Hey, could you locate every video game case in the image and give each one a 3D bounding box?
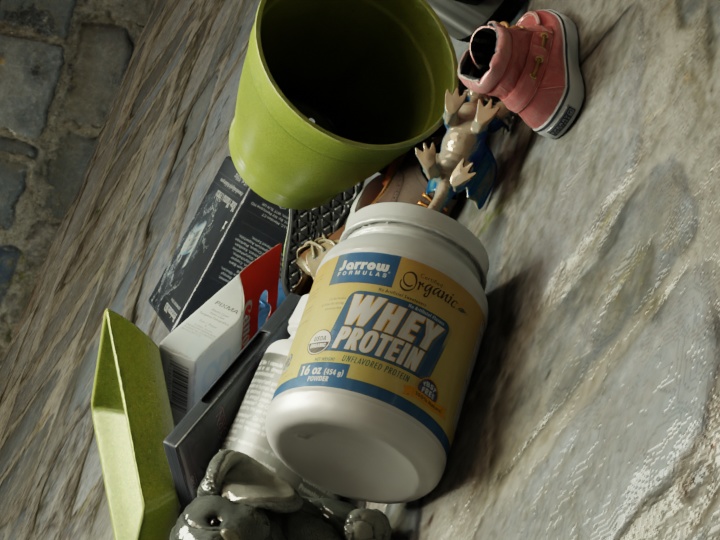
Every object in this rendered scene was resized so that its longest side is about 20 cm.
[{"bbox_3d":[-0.099,0.136,1.580,0.200,0.019,0.144,-51,-34,-37],"label":"video game case"}]

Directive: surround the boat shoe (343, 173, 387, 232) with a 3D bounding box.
[{"bbox_3d":[0.000,0.000,1.671,0.064,0.070,0.201,-34,33,53],"label":"boat shoe"}]

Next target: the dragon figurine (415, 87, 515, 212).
[{"bbox_3d":[0.087,-0.093,1.555,0.100,0.058,0.202,59,-129,-69],"label":"dragon figurine"}]

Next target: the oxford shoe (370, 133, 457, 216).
[{"bbox_3d":[0.044,-0.047,1.624,0.073,0.071,0.201,-31,33,51],"label":"oxford shoe"}]

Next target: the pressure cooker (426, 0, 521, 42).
[{"bbox_3d":[0.074,-0.344,1.784,0.178,0.199,0.177,-33,31,55],"label":"pressure cooker"}]

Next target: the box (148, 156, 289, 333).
[{"bbox_3d":[-0.134,-0.008,1.998,0.201,0.117,0.197,-62,17,1],"label":"box"}]

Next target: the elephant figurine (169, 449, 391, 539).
[{"bbox_3d":[-0.085,0.206,1.348,0.155,0.199,0.143,-37,35,57],"label":"elephant figurine"}]

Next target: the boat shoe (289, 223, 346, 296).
[{"bbox_3d":[-0.028,-0.001,1.749,0.201,0.071,0.076,-63,17,-4],"label":"boat shoe"}]

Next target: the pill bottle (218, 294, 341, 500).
[{"bbox_3d":[-0.048,0.131,1.527,0.201,0.113,0.114,-65,17,-13],"label":"pill bottle"}]

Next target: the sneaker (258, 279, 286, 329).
[{"bbox_3d":[-0.126,0.057,1.821,0.200,0.065,0.079,-48,-38,-43],"label":"sneaker"}]

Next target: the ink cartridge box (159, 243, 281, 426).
[{"bbox_3d":[-0.121,0.090,1.711,0.200,0.047,0.161,-41,-33,-44],"label":"ink cartridge box"}]

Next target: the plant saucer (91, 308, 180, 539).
[{"bbox_3d":[-0.202,0.164,1.620,0.201,0.047,0.201,111,148,-57],"label":"plant saucer"}]

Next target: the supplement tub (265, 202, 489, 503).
[{"bbox_3d":[0.019,0.063,1.386,0.144,0.144,0.201,-36,30,54],"label":"supplement tub"}]

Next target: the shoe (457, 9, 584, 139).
[{"bbox_3d":[0.136,-0.192,1.544,0.072,0.091,0.201,-52,19,25],"label":"shoe"}]

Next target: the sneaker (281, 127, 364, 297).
[{"bbox_3d":[-0.043,-0.060,1.847,0.083,0.071,0.202,-74,2,-73],"label":"sneaker"}]

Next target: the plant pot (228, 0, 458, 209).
[{"bbox_3d":[-0.037,-0.158,1.680,0.193,0.199,0.202,-48,20,56],"label":"plant pot"}]

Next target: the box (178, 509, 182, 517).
[{"bbox_3d":[-0.184,0.251,1.783,0.049,0.082,0.201,-48,21,37],"label":"box"}]

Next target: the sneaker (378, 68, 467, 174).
[{"bbox_3d":[0.054,-0.145,1.774,0.200,0.075,0.092,149,137,-71],"label":"sneaker"}]
